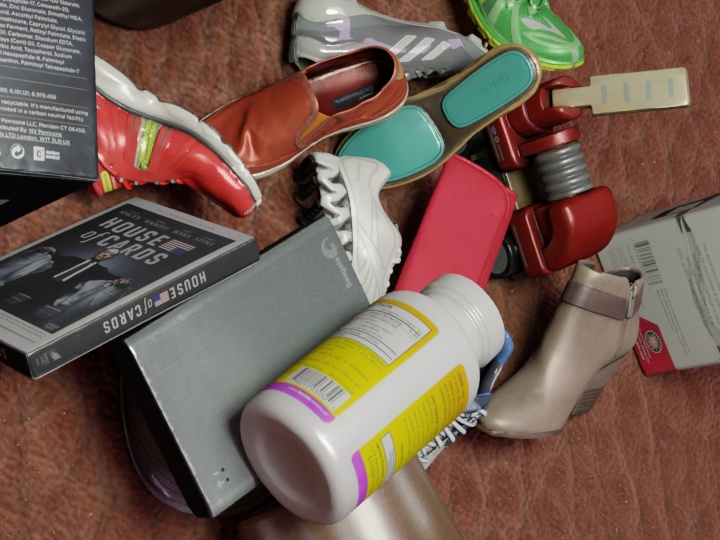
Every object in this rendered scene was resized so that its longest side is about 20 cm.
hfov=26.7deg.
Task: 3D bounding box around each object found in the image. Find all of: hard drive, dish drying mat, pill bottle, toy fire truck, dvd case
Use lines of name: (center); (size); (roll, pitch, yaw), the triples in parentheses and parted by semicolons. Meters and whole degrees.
hard drive: (-0.071, 0.067, 1.109); (0.199, 0.033, 0.141); (-33, 103, -35)
dish drying mat: (0.075, -0.003, 1.278); (0.076, 0.018, 0.202); (30, 62, -14)
pill bottle: (0.015, 0.084, 1.084); (0.199, 0.104, 0.105); (-36, 102, -34)
toy fire truck: (0.192, -0.099, 1.348); (0.128, 0.199, 0.178); (-19, 92, -36)
dvd case: (-0.192, 0.006, 1.080); (0.199, 0.149, 0.025); (-30, 123, -36)

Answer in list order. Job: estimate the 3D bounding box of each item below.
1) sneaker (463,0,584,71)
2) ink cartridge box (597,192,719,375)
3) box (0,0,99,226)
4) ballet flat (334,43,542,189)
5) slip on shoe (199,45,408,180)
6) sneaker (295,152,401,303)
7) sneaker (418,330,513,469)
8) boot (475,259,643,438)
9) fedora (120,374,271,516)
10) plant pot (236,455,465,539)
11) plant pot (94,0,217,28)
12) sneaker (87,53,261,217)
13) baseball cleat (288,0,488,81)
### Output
sneaker: (0.135, -0.263, 1.377); (0.074, 0.084, 0.201); (-24, 71, -43)
ink cartridge box: (0.336, 0.007, 1.431); (0.083, 0.199, 0.147); (-25, 95, -36)
box: (-0.272, -0.139, 1.015); (0.123, 0.199, 0.200); (2, 79, -37)
ballet flat: (0.070, -0.128, 1.313); (0.069, 0.198, 0.063); (63, 11, -2)
slip on shoe: (-0.052, -0.131, 1.228); (0.198, 0.061, 0.075); (-22, 69, -11)
sneaker: (0.000, 0.000, 1.257); (0.080, 0.075, 0.203); (-4, 84, -24)
sneaker: (0.062, 0.113, 1.280); (0.077, 0.085, 0.201); (47, 58, -19)
boot: (0.182, 0.064, 1.351); (0.199, 0.070, 0.148); (-10, 121, -53)
fedora: (-0.091, 0.085, 1.168); (0.175, 0.090, 0.203); (15, 72, -33)
plant pot: (0.011, 0.248, 1.157); (0.199, 0.200, 0.200); (-24, 87, -37)
plant pot: (-0.131, -0.282, 1.140); (0.198, 0.197, 0.203); (9, 74, -35)
sneaker: (-0.170, -0.086, 1.151); (0.198, 0.077, 0.086); (30, 72, -2)
baseball cleat: (0.024, -0.177, 1.333); (0.198, 0.070, 0.108); (14, 78, -23)
